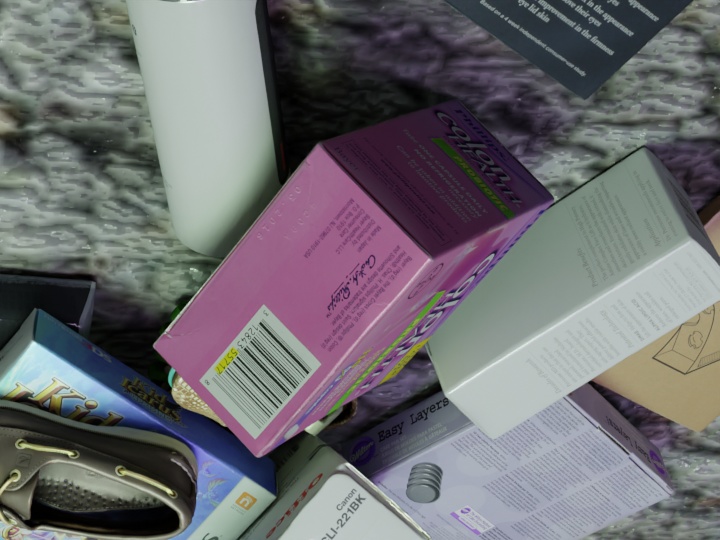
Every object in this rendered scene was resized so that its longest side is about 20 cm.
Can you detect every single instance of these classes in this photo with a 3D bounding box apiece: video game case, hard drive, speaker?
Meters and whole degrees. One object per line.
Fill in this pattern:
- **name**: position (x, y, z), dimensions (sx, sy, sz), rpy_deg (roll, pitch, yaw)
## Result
- **video game case**: position (-0.187, 0.148, 1.272), dimensions (0.200, 0.045, 0.181), rpy_deg (35, 109, -21)
- **hard drive**: position (-0.256, 0.087, 1.295), dimensions (0.135, 0.042, 0.200), rpy_deg (5, 130, -22)
- **speaker**: position (-0.088, -0.103, 1.142), dimensions (0.081, 0.081, 0.200), rpy_deg (-12, 134, -6)

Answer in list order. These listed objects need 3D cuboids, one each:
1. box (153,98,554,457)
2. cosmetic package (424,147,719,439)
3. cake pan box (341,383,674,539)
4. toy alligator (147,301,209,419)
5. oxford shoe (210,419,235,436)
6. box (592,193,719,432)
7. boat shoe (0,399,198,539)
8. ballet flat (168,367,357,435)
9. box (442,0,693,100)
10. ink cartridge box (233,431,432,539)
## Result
- **box**: position (0.000, 0.000, 1.185), dimensions (0.176, 0.097, 0.200), rpy_deg (-49, 170, 26)
- **cosmetic package**: position (0.143, 0.017, 1.319), dimensions (0.200, 0.102, 0.074), rpy_deg (-34, 132, 16)
- **cake pan box**: position (0.115, 0.154, 1.463), dimensions (0.184, 0.052, 0.200), rpy_deg (-30, 134, 23)
- **toy alligator**: position (-0.124, 0.091, 1.314), dimensions (0.054, 0.059, 0.200), rpy_deg (23, 107, 14)
- **oxford shoe**: position (-0.167, 0.159, 1.381), dimensions (0.200, 0.084, 0.073), rpy_deg (-23, 92, -7)
- **box**: position (0.266, 0.029, 1.426), dimensions (0.163, 0.021, 0.200), rpy_deg (26, 121, -34)
- **boat shoe**: position (-0.201, 0.130, 1.201), dimensions (0.200, 0.060, 0.072), rpy_deg (9, 116, -8)
- **ballet flat**: position (-0.054, 0.080, 1.280), dimensions (0.071, 0.065, 0.200), rpy_deg (-50, 159, 17)
- **box**: position (0.136, -0.221, 1.087), dimensions (0.148, 0.104, 0.200), rpy_deg (30, 117, -37)
- **ink cartridge box**: position (-0.044, 0.194, 1.303), dimensions (0.084, 0.200, 0.144), rpy_deg (41, 85, -9)
